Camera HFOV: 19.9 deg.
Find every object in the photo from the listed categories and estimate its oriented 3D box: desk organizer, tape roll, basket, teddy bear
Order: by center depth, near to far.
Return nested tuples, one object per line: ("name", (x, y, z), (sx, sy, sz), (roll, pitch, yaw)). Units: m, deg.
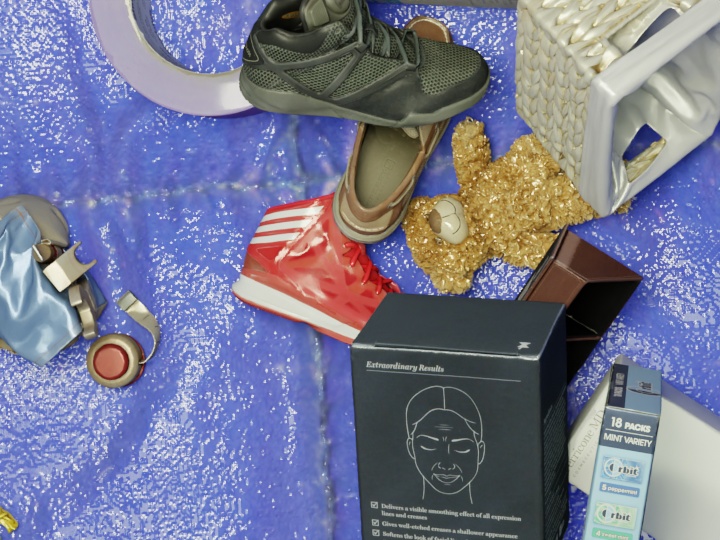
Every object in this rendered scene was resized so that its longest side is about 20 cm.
("basket", (0.200, -0.159, 1.589), (0.135, 0.200, 0.123), (-37, 67, -13))
("desk organizer", (0.142, 0.070, 1.659), (0.077, 0.072, 0.200), (32, 118, 1))
("teddy bear", (0.128, -0.061, 1.690), (0.199, 0.067, 0.145), (-9, 89, 5))
("tape roll", (-0.119, -0.227, 1.701), (0.199, 0.085, 0.201), (0, 93, 6))

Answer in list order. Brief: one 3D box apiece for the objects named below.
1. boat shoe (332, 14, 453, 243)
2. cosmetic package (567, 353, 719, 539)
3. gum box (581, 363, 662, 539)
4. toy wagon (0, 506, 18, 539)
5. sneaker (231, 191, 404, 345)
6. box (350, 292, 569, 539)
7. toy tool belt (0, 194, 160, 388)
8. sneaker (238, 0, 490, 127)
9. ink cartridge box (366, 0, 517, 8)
("boat shoe", (0.034, -0.120, 1.677), (0.076, 0.072, 0.201), (16, 75, 0))
("cosmetic package", (0.266, 0.168, 1.677), (0.200, 0.085, 0.108), (31, 99, 3))
("gum box", (0.194, 0.185, 1.561), (0.044, 0.170, 0.201), (8, 99, 8))
("toy wagon", (-0.374, 0.283, 1.771), (0.155, 0.040, 0.200), (39, 96, 3))
("sneaker", (0.000, 0.000, 1.702), (0.199, 0.078, 0.116), (18, 95, 4))
("box", (0.080, 0.130, 1.601), (0.148, 0.107, 0.201), (4, 114, 16))
("toy tool belt", (-0.266, 0.025, 1.707), (0.125, 0.123, 0.200), (-43, 88, 6))
("sneaker", (0.008, -0.174, 1.601), (0.199, 0.114, 0.076), (5, 52, -5))
("ink cartridge box", (0.095, -0.278, 1.655), (0.199, 0.125, 0.129), (4, 93, 5))
